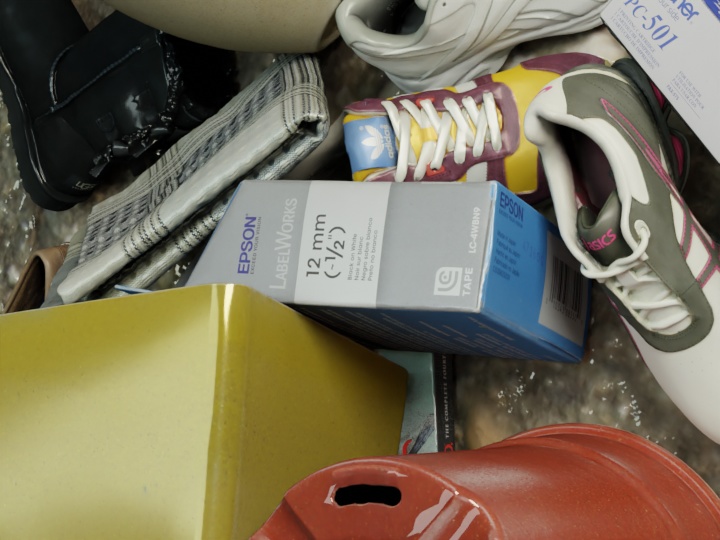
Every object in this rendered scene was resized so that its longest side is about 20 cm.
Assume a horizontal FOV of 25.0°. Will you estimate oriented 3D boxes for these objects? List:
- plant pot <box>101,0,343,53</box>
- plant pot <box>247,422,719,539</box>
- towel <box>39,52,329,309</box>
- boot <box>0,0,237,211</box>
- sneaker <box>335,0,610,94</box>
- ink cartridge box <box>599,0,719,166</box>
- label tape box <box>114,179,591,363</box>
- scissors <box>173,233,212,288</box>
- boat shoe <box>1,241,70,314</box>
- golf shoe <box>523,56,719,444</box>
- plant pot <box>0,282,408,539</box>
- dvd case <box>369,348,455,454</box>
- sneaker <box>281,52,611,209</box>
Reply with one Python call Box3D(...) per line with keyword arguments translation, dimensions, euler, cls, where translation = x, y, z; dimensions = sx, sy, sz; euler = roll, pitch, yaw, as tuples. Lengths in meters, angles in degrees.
Box3D(translation=(-0.048, -0.200, 0.909), dimensions=(0.134, 0.200, 0.201), euler=(38, 110, 2), cls="plant pot")
Box3D(translation=(0.053, 0.161, 0.721), dimensions=(0.199, 0.195, 0.203), euler=(-7, 78, 32), cls="plant pot")
Box3D(translation=(-0.101, -0.050, 0.907), dimensions=(0.200, 0.035, 0.193), euler=(-39, 18, 10), cls="towel")
Box3D(translation=(-0.169, -0.148, 1.056), dimensions=(0.162, 0.073, 0.200), euler=(-26, 73, 37), cls="boot")
Box3D(translation=(0.070, -0.156, 0.837), dimensions=(0.199, 0.099, 0.078), euler=(-35, 62, 31), cls="sneaker")
Box3D(translation=(0.194, -0.052, 0.718), dimensions=(0.044, 0.094, 0.201), euler=(-47, 56, 23), cls="ink cartridge box")
Box3D(translation=(0.000, 0.000, 0.813), dimensions=(0.198, 0.143, 0.067), euler=(4, 80, 28), cls="label tape box")
Box3D(translation=(-0.130, 0.030, 1.030), dimensions=(0.073, 0.014, 0.202), euler=(32, 105, 41), cls="scissors")
Box3D(translation=(-0.227, 0.070, 1.067), dimensions=(0.072, 0.072, 0.201), euler=(31, 102, 39), cls="boat shoe")
Box3D(translation=(0.133, 0.001, 0.748), dimensions=(0.077, 0.088, 0.201), euler=(-31, 83, 37), cls="golf shoe")
Box3D(translation=(-0.101, 0.127, 0.804), dimensions=(0.198, 0.200, 0.178), euler=(-7, 72, 24), cls="plant pot")
Box3D(translation=(-0.008, 0.105, 0.910), dimensions=(0.145, 0.022, 0.202), euler=(-10, 78, 39), cls="dvd case")
Box3D(translation=(0.041, -0.062, 0.851), dimensions=(0.199, 0.090, 0.076), euler=(-25, 67, 35), cls="sneaker")
